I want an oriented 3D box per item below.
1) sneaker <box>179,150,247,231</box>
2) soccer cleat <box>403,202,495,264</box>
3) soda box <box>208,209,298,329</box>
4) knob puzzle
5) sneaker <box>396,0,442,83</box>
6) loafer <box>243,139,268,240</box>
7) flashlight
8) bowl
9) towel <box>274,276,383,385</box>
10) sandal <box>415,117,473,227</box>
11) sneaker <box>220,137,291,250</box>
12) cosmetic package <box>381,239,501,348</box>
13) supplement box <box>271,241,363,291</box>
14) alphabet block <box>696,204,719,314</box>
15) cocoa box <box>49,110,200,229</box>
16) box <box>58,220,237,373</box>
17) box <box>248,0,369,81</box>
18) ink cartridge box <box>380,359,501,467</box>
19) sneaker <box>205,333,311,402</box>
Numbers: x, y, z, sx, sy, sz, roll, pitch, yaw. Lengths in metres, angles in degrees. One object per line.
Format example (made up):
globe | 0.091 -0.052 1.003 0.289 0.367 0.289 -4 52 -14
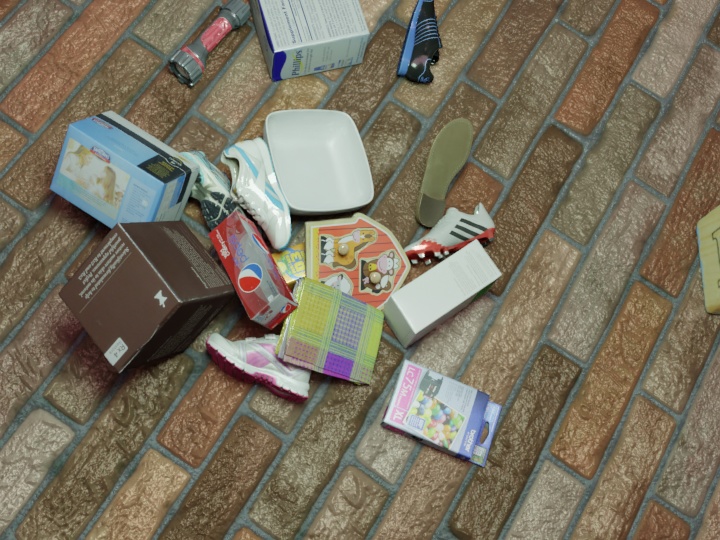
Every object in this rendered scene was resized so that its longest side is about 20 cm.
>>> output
sneaker | -0.253 -0.139 1.580 0.201 0.077 0.086 52 31 -5
soccer cleat | 0.160 -0.070 1.625 0.196 0.069 0.087 -16 79 -19
soda box | -0.182 -0.002 1.473 0.070 0.063 0.202 -39 56 12
knob puzzle | 0.000 0.000 1.541 0.215 0.030 0.225 -5 103 -20
sneaker | 0.131 -0.471 1.766 0.076 0.070 0.204 17 75 -7
loafer | -0.176 -0.151 1.602 0.061 0.072 0.204 -5 69 -17
flashlight | -0.287 -0.447 1.687 0.067 0.068 0.201 36 70 6
bowl | -0.085 -0.189 1.606 0.196 0.075 0.204 -6 71 -30
towel | -0.048 0.106 1.500 0.197 0.023 0.147 22 76 -34
sandal | 0.147 -0.189 1.670 0.076 0.070 0.216 19 90 -17
sneaker | -0.179 -0.126 1.514 0.079 0.076 0.204 -18 81 -26
cosmetic package | 0.142 0.042 1.562 0.198 0.108 0.085 -34 79 -16
supplement box | -0.096 -0.009 1.564 0.196 0.069 0.068 -22 73 -14
alphabet block | 0.772 -0.035 1.639 0.190 0.200 0.201 2 70 -7
cocoa box | -0.404 -0.160 1.501 0.198 0.135 0.131 31 26 6
box | -0.336 0.035 1.410 0.166 0.200 0.165 -44 80 16
box | -0.104 -0.495 1.713 0.196 0.105 0.188 -14 74 -14
ink cartridge box | 0.146 0.250 1.527 0.196 0.042 0.121 23 69 -2
sneaker | -0.168 0.148 1.495 0.197 0.081 0.090 25 67 -8
